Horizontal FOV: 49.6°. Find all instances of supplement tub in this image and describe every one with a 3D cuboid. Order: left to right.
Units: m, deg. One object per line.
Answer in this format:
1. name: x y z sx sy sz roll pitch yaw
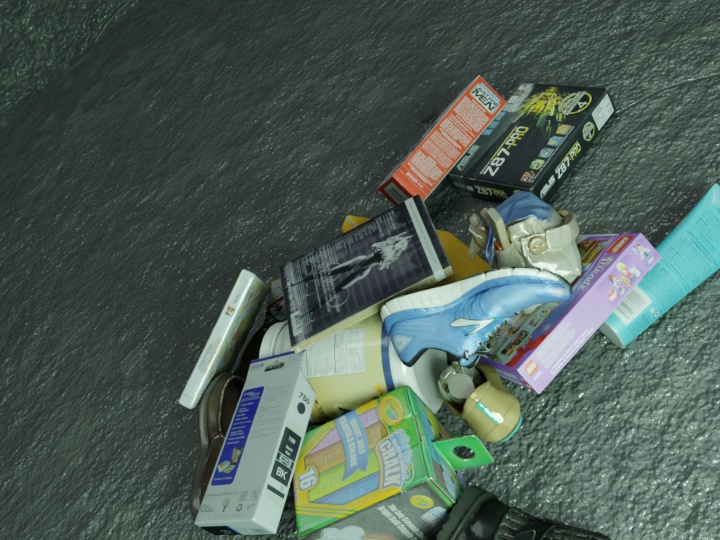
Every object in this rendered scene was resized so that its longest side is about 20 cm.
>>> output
1. supplement tub: -0.008 0.112 0.939 0.198 0.145 0.146 -9 47 25

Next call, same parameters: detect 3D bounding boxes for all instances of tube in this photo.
1. tube: 0.343 0.000 0.856 0.200 0.078 0.050 -41 6 -1

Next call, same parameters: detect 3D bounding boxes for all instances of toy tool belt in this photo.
1. toy tool belt: 0.184 -0.045 0.913 0.125 0.123 0.200 -41 10 15

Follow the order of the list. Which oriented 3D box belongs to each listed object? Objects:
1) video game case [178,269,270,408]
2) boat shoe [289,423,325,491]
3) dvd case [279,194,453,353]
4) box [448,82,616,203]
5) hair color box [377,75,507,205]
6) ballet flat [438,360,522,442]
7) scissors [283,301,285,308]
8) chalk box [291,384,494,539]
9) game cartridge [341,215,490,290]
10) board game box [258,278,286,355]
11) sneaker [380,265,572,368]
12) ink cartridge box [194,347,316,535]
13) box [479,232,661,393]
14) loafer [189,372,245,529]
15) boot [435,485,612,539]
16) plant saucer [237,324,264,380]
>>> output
1. video game case: -0.178 0.094 1.057 0.023 0.200 0.184 25 84 2
2. boat shoe: -0.078 0.237 0.948 0.199 0.072 0.067 -19 48 30
3. dvd case: 0.000 0.000 0.908 0.198 0.016 0.149 -28 38 9
4. box: 0.245 -0.182 1.115 0.200 0.049 0.161 -51 36 -15
5. hair color box: 0.119 -0.184 1.159 0.200 0.064 0.111 -48 5 -10
6. ballet flat: 0.115 0.123 0.822 0.069 0.063 0.200 -53 7 -3
7. scissors: -0.041 0.042 1.015 0.073 0.014 0.199 -44 27 -16
8. chalk box: 0.040 0.217 0.828 0.198 0.125 0.124 -27 40 12
9. game cartridge: 0.090 -0.005 0.982 0.200 0.175 0.033 50 126 51
10. board game box: -0.042 0.047 1.082 0.198 0.035 0.137 -18 43 23
11. sneaker: 0.123 0.051 0.805 0.198 0.078 0.090 -18 80 20
12. ink cartridge box: -0.107 0.186 0.853 0.099 0.039 0.202 -17 45 40
13. box: 0.225 0.042 0.872 0.200 0.039 0.137 -46 9 -7
14. loafer: -0.151 0.212 0.941 0.070 0.073 0.202 -20 48 20
15. boot: 0.126 0.311 0.707 0.157 0.080 0.212 16 67 40
16. plant saucer: -0.096 0.122 1.100 0.198 0.030 0.202 -20 43 20
